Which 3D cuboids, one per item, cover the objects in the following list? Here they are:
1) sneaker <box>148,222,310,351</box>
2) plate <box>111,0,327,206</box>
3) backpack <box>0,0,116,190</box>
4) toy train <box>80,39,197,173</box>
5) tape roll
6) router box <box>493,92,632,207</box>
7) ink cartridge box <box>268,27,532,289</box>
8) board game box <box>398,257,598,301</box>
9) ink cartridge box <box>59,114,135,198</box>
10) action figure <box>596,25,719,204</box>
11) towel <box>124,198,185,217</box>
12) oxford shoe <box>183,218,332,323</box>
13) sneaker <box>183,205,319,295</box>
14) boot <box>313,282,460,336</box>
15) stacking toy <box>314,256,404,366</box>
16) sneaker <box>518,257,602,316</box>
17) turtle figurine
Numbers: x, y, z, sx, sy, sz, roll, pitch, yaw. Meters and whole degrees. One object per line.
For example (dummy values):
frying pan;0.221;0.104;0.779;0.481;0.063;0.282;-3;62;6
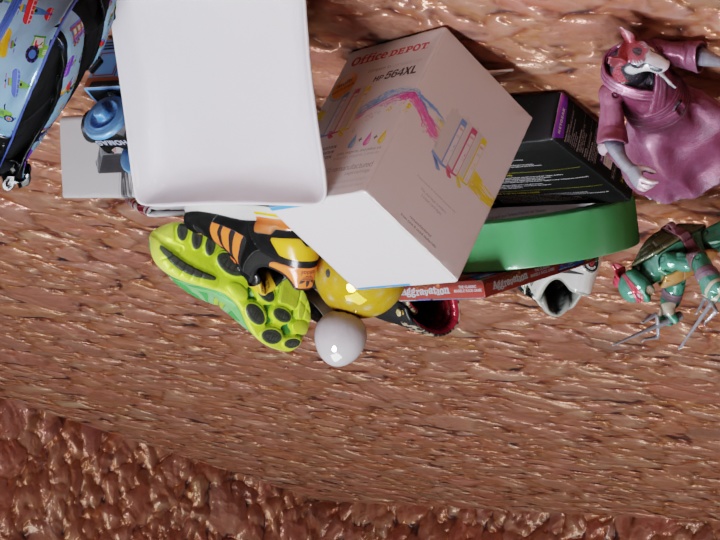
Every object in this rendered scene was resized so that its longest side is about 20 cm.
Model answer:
sneaker;-0.132;0.009;1.803;0.200;0.074;0.084;37;175;-23
plate;-0.113;-0.153;1.445;0.200;0.200;0.032;1;-167;33
backpack;-0.277;-0.190;1.408;0.134;0.183;0.200;30;148;-7
toy train;-0.160;-0.152;1.569;0.200;0.115;0.087;0;151;32
tape roll;0.171;-0.038;1.721;0.200;0.048;0.200;-8;-174;1
router box;0.136;-0.108;1.645;0.200;0.051;0.149;-1;159;37
ink cartridge box;0.040;-0.102;1.495;0.128;0.200;0.125;-7;140;48
board game box;0.136;0.002;1.713;0.103;0.020;0.200;-5;-173;40
ink cartridge box;-0.172;-0.112;1.711;0.200;0.084;0.144;2;-177;32
action figure;0.243;-0.143;1.427;0.200;0.134;0.149;47;-174;-46
towel;-0.168;-0.074;1.859;0.144;0.023;0.200;-4;-174;-13
oxford shoe;-0.101;0.000;1.857;0.200;0.085;0.073;26;162;-17
sneaker;-0.107;-0.023;1.663;0.070;0.090;0.200;-2;-177;-37
boot;0.000;0.000;1.750;0.150;0.073;0.200;16;160;40
stacking toy;0.004;-0.007;1.636;0.146;0.201;0.146;15;166;4
sneaker;0.205;0.010;1.970;0.074;0.089;0.200;13;166;-16
turtle figurine;0.319;-0.003;1.683;0.101;0.200;0.150;57;176;-3
